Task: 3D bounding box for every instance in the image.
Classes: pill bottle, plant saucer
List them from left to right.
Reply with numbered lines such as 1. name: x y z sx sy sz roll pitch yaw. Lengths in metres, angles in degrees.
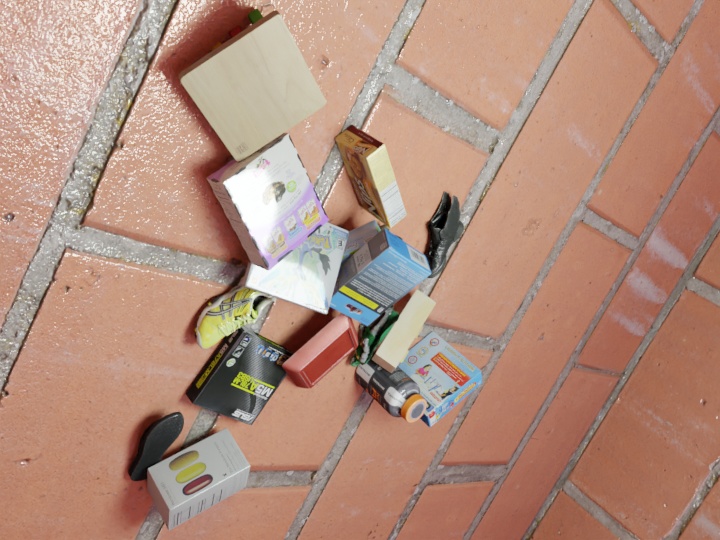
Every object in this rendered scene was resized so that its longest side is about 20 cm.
1. plant saucer: -0.082 0.196 1.755 0.199 0.037 0.201 -41 160 -10
2. pill bottle: 0.083 0.304 1.917 0.105 0.199 0.108 -23 131 -29

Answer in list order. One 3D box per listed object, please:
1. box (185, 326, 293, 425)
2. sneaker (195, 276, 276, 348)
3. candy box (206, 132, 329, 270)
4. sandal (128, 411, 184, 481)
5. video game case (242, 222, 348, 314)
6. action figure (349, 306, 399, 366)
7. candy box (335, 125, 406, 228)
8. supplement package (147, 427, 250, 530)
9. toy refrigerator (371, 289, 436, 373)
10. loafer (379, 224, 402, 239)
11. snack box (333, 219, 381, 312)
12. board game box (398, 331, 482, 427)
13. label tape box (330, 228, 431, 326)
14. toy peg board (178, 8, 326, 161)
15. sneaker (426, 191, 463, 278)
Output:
1. box: -0.261 0.236 1.666 0.195 0.047 0.199 -55 139 -1
2. sneaker: -0.258 0.086 1.532 0.200 0.076 0.076 -46 140 -7
3. candy box: -0.173 -0.135 1.425 0.167 0.071 0.202 -40 124 -24
4. sandal: -0.446 0.368 1.593 0.075 0.048 0.202 11 121 -47
5. video game case: -0.129 -0.027 1.532 0.198 0.022 0.186 21 79 -31
6. action figure: 0.024 0.164 1.858 0.054 0.119 0.202 17 117 -21
7. candy box: 0.024 -0.197 1.580 0.055 0.115 0.201 -38 137 -14
8. supplement package: -0.361 0.463 1.657 0.198 0.114 0.110 -24 150 -32
9. toy refrigerator: 0.113 0.155 1.887 0.201 0.069 0.076 -55 176 -19
10. loafer: 0.085 -0.041 1.776 0.070 0.075 0.200 -46 139 0
11. snack box: 0.000 0.000 1.682 0.166 0.068 0.201 -24 137 10
12. board game box: 0.191 0.289 2.009 0.195 0.200 0.056 -35 137 -18
13. label tape box: 0.032 0.017 1.612 0.199 0.064 0.143 -40 133 24
14. toy peg board: -0.195 -0.337 1.315 0.197 0.098 0.201 -32 137 0
15. sneaker: 0.196 -0.086 1.864 0.104 0.060 0.202 34 87 -50
